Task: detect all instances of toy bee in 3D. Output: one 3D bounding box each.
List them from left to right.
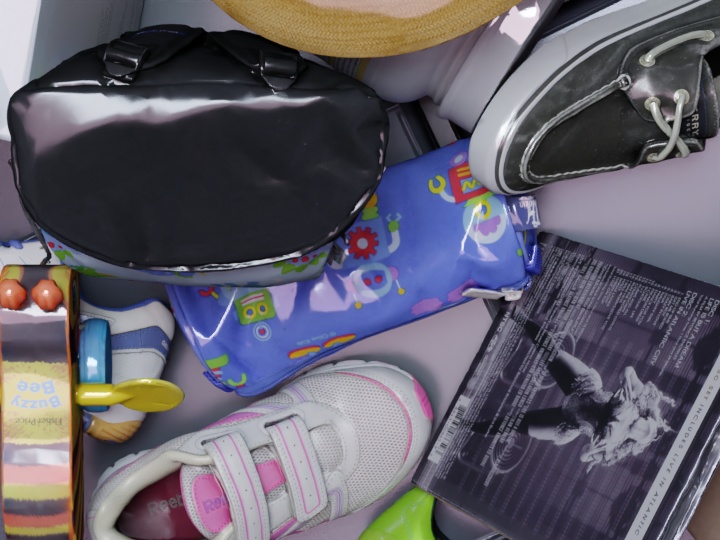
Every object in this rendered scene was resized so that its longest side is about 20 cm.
[{"bbox_3d":[-0.163,0.040,1.009,0.130,0.109,0.201,-21,86,-3],"label":"toy bee"}]

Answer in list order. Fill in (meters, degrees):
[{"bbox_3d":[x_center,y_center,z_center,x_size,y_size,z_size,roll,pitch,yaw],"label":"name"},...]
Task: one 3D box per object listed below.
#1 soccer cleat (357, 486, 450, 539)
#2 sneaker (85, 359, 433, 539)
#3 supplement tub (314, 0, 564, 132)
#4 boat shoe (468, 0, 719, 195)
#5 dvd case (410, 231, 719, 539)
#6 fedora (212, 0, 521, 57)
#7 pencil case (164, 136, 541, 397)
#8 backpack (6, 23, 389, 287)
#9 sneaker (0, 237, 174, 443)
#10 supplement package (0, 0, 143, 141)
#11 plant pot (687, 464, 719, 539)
[{"bbox_3d":[0.084,0.193,1.079,0.200,0.068,0.081,41,88,3],"label":"soccer cleat"},{"bbox_3d":[-0.055,0.111,1.074,0.199,0.088,0.082,-26,92,9],"label":"sneaker"},{"bbox_3d":[0.005,-0.173,1.011,0.200,0.145,0.146,34,99,3],"label":"supplement tub"},{"bbox_3d":[0.144,-0.088,0.998,0.200,0.071,0.064,-31,48,-19],"label":"boat shoe"},{"bbox_3d":[0.109,0.065,0.994,0.016,0.200,0.149,30,86,-28],"label":"dvd case"},{"bbox_3d":[0.011,-0.185,0.897,0.200,0.082,0.202,0,92,10],"label":"fedora"},{"bbox_3d":[0.000,0.000,1.061,0.199,0.078,0.087,-21,71,10],"label":"pencil case"},{"bbox_3d":[-0.073,-0.053,0.953,0.162,0.200,0.154,-1,112,-6],"label":"backpack"},{"bbox_3d":[-0.193,0.013,1.100,0.199,0.075,0.088,27,84,-1],"label":"sneaker"},{"bbox_3d":[-0.197,-0.152,1.010,0.150,0.200,0.153,11,96,6],"label":"supplement package"},{"bbox_3d":[0.240,0.067,0.999,0.200,0.200,0.175,39,117,2],"label":"plant pot"}]
